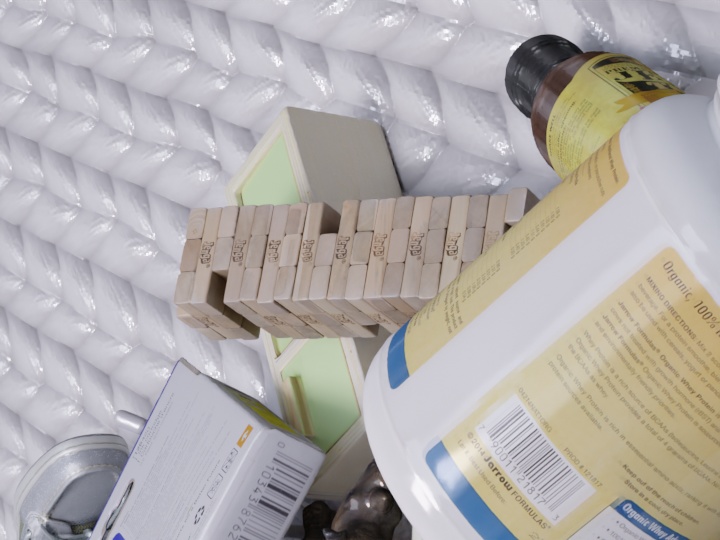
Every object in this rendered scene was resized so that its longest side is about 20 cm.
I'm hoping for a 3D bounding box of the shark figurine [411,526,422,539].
[{"bbox_3d":[0.062,0.131,0.998,0.128,0.089,0.215,63,-151,-69],"label":"shark figurine"}]

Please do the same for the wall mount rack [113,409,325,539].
[{"bbox_3d":[-0.090,0.168,1.237,0.174,0.074,0.201,31,108,58],"label":"wall mount rack"}]

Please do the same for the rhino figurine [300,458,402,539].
[{"bbox_3d":[-0.020,0.161,1.076,0.200,0.060,0.088,-58,5,36],"label":"rhino figurine"}]

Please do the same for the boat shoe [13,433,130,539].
[{"bbox_3d":[-0.188,0.184,1.396,0.065,0.074,0.202,59,136,37],"label":"boat shoe"}]

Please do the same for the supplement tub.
[{"bbox_3d":[0.114,0.028,0.802,0.200,0.144,0.145,-42,47,22],"label":"supplement tub"}]

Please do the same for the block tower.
[{"bbox_3d":[0.000,0.000,1.062,0.199,0.054,0.058,-4,66,30],"label":"block tower"}]

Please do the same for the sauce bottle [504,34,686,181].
[{"bbox_3d":[0.112,-0.060,0.954,0.200,0.064,0.065,-128,53,-62],"label":"sauce bottle"}]

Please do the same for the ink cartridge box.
[{"bbox_3d":[-0.102,0.155,1.127,0.198,0.047,0.200,-63,15,0],"label":"ink cartridge box"}]

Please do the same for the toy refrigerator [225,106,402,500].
[{"bbox_3d":[-0.012,0.017,1.149,0.076,0.070,0.201,-49,46,41],"label":"toy refrigerator"}]
